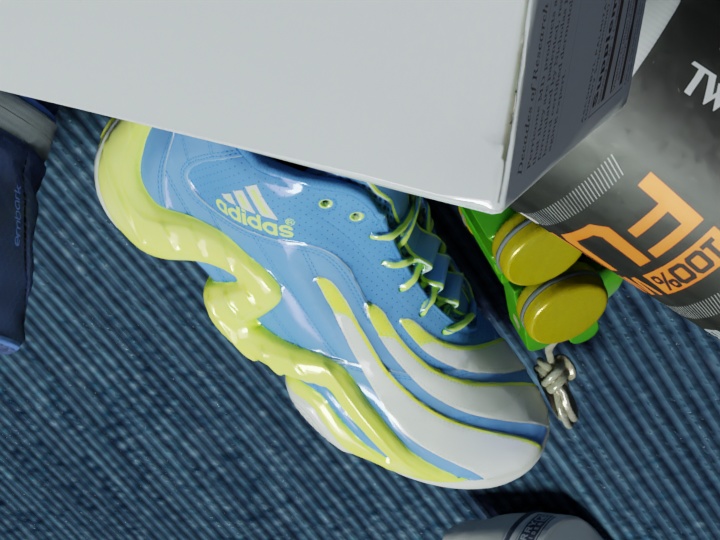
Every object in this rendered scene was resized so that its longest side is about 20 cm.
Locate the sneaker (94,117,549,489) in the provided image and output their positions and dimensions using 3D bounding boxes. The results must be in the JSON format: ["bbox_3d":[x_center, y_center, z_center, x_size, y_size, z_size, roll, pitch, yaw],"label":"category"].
[{"bbox_3d":[0.000,0.000,0.873,0.200,0.076,0.105,36,147,-11],"label":"sneaker"}]

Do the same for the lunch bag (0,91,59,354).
[{"bbox_3d":[-0.196,-0.056,0.846,0.135,0.133,0.200,4,169,23],"label":"lunch bag"}]

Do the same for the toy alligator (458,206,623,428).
[{"bbox_3d":[0.070,-0.008,0.847,0.054,0.059,0.200,-28,147,0],"label":"toy alligator"}]

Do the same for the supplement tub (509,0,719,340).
[{"bbox_3d":[0.094,-0.055,0.676,0.199,0.123,0.122,31,150,-12],"label":"supplement tub"}]

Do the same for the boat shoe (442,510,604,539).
[{"bbox_3d":[0.101,0.175,1.105,0.065,0.074,0.200,2,134,41],"label":"boat shoe"}]

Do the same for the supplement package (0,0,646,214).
[{"bbox_3d":[-0.011,-0.136,0.534,0.155,0.111,0.201,14,110,16],"label":"supplement package"}]
